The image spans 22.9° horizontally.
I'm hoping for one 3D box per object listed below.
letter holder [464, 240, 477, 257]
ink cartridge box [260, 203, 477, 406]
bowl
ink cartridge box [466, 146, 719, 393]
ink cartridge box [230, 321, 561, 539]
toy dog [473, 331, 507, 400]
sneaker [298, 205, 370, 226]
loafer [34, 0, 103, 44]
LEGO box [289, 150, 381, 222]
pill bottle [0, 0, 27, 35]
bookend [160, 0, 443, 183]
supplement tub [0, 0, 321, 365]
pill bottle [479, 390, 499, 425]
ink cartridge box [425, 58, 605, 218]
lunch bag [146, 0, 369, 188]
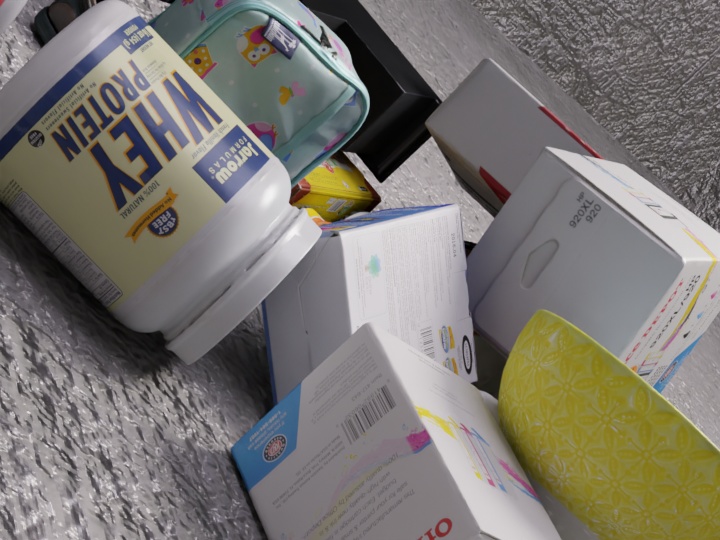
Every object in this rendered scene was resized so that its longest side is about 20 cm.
[{"bbox_3d":[0.100,0.050,1.644,0.100,0.143,0.200,18,4,18],"label":"letter holder"},{"bbox_3d":[0.016,0.028,1.270,0.200,0.076,0.137,-15,100,-55],"label":"ink cartridge box"},{"bbox_3d":[0.154,0.131,1.171,0.200,0.108,0.200,43,-4,4],"label":"bowl"},{"bbox_3d":[0.189,0.008,1.396,0.145,0.148,0.200,40,17,21],"label":"ink cartridge box"},{"bbox_3d":[0.032,0.160,1.086,0.125,0.128,0.200,32,22,-45],"label":"ink cartridge box"},{"bbox_3d":[0.118,0.127,1.451,0.193,0.140,0.200,2,39,-26],"label":"toy dog"},{"bbox_3d":[0.000,0.000,1.473,0.090,0.070,0.200,36,12,20],"label":"sneaker"},{"bbox_3d":[-0.180,-0.145,1.389,0.200,0.063,0.072,52,16,15],"label":"loafer"},{"bbox_3d":[-0.084,-0.094,1.498,0.149,0.077,0.200,51,15,14],"label":"LEGO box"},{"bbox_3d":[-0.312,-0.234,1.160,0.200,0.109,0.109,38,18,-31],"label":"pill bottle"},{"bbox_3d":[-0.042,-0.181,1.506,0.200,0.092,0.199,51,16,12],"label":"bookend"},{"bbox_3d":[-0.136,-0.054,1.123,0.200,0.145,0.145,46,15,-6],"label":"supplement tub"},{"bbox_3d":[0.116,0.184,1.288,0.200,0.112,0.113,42,16,-21],"label":"pill bottle"},{"bbox_3d":[0.149,-0.085,1.584,0.147,0.083,0.200,44,-1,19],"label":"ink cartridge box"},{"bbox_3d":[-0.097,-0.111,1.271,0.160,0.200,0.077,39,19,-35],"label":"lunch bag"}]
